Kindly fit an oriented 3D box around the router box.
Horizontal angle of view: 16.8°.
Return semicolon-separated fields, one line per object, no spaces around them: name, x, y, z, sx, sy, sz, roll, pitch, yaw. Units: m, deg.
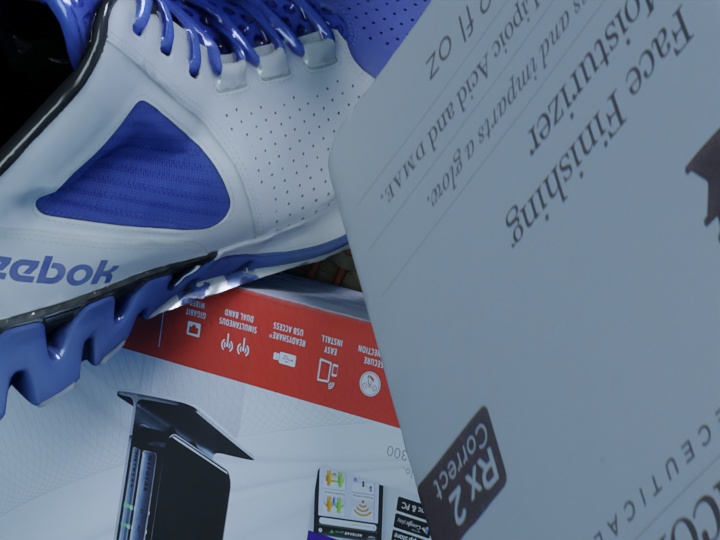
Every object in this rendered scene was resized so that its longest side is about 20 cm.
router box;-0.047;0.089;0.716;0.199;0.049;0.181;13;98;30

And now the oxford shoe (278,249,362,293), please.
oxford shoe;0.000;0.000;0.745;0.200;0.075;0.071;40;106;22

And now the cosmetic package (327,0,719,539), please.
cosmetic package;0.115;0.008;0.578;0.165;0.164;0.201;-55;40;44

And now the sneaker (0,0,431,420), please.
sneaker;-0.055;-0.050;0.650;0.080;0.199;0.116;37;146;32
